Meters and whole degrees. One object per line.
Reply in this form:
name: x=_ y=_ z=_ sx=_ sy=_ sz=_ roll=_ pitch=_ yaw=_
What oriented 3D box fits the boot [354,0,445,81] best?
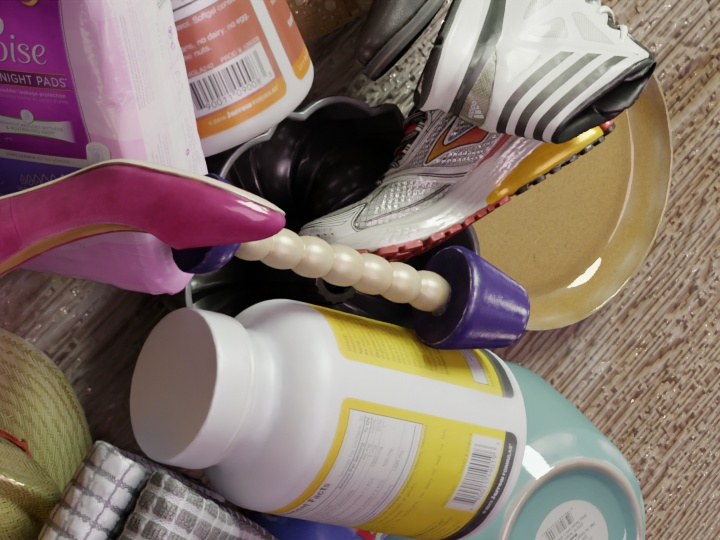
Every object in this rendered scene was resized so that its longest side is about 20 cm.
boot: x=-0.015 y=-0.221 z=1.352 sx=0.174 sy=0.069 sz=0.200 roll=25 pitch=77 yaw=-5

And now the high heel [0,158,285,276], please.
high heel: x=-0.138 y=-0.007 z=1.171 sx=0.200 sy=0.067 sz=0.096 roll=9 pitch=84 yaw=6

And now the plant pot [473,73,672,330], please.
plant pot: x=0.111 y=-0.063 z=1.520 sx=0.200 sy=0.027 sz=0.200 roll=-6 pitch=100 yaw=-35

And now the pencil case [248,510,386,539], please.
pencil case: x=-0.049 y=0.202 z=1.418 sx=0.200 sy=0.078 sz=0.087 roll=-63 pitch=152 yaw=-11

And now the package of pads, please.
package of pads: x=-0.147 y=-0.088 z=1.242 sx=0.076 sy=0.120 sz=0.200 roll=-52 pitch=141 yaw=-47

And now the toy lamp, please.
toy lamp: x=0.000 y=0.000 z=1.264 sx=0.200 sy=0.058 sz=0.058 roll=19 pitch=87 yaw=-31

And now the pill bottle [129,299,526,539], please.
pill bottle: x=-0.017 y=0.077 z=1.304 sx=0.200 sy=0.112 sz=0.112 roll=15 pitch=89 yaw=-36

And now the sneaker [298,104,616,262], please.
sneaker: x=0.042 y=-0.061 z=1.359 sx=0.200 sy=0.078 sz=0.082 roll=-33 pitch=92 yaw=-25

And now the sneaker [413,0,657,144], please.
sneaker: x=0.111 y=-0.143 z=1.346 sx=0.115 sy=0.076 sz=0.201 roll=23 pitch=55 yaw=0

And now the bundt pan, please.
bundt pan: x=-0.033 y=-0.002 z=1.395 sx=0.202 sy=0.076 sz=0.202 roll=-7 pitch=102 yaw=-35

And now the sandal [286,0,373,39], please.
sandal: x=0.036 y=-0.197 z=1.416 sx=0.212 sy=0.070 sz=0.078 roll=-39 pitch=118 yaw=-25

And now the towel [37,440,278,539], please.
towel: x=-0.120 y=0.187 z=1.298 sx=0.166 sy=0.086 sz=0.200 roll=-63 pitch=163 yaw=-6

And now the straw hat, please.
straw hat: x=-0.198 y=0.129 z=1.292 sx=0.201 sy=0.085 sz=0.201 roll=-7 pitch=102 yaw=-35

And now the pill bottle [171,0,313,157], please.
pill bottle: x=-0.109 y=-0.166 z=1.291 sx=0.112 sy=0.112 sz=0.200 roll=-35 pitch=116 yaw=-26

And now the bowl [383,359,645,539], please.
bowl: x=0.095 y=0.160 z=1.498 sx=0.201 sy=0.105 sz=0.201 roll=-6 pitch=101 yaw=-34
